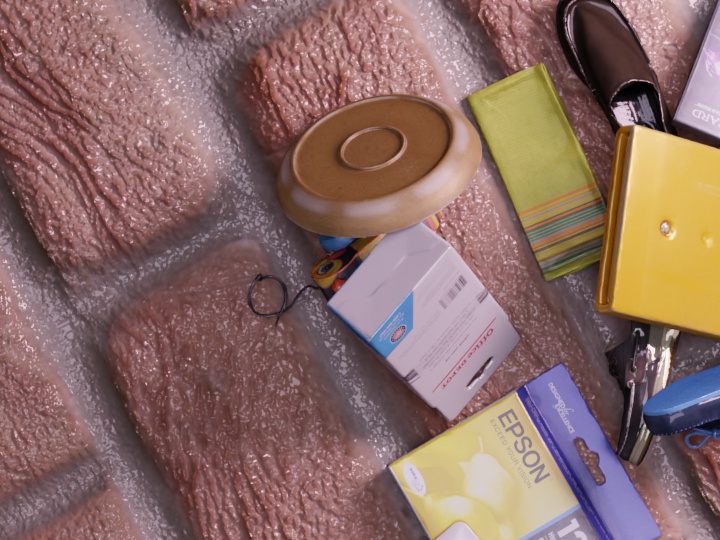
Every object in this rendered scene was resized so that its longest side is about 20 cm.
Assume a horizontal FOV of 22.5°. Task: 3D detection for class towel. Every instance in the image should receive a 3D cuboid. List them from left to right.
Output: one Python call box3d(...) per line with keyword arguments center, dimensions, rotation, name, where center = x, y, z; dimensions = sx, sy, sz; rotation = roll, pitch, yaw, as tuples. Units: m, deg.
box3d(center=(0.181, -0.095, 1.766), dimensions=(0.086, 0.018, 0.201), rotation=(-24, 87, -1), name="towel")

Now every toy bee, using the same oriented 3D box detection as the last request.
box3d(center=(0.000, 0.000, 1.718), dimensions=(0.131, 0.109, 0.200), rotation=(34, 98, -21), name="toy bee")

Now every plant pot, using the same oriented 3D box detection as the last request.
box3d(center=(0.014, -0.106, 1.695), dimensions=(0.199, 0.201, 0.028), rotation=(-16, 130, 1), name="plant pot")

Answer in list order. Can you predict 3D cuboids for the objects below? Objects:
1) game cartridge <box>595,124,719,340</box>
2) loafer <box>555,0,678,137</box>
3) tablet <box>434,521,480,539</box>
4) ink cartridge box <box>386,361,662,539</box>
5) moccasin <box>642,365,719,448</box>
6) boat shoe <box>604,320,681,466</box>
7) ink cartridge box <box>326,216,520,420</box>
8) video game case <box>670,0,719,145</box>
box3d(center=(0.316, -0.029, 1.705), dimensions=(0.199, 0.032, 0.178), rotation=(14, 80, -30), name="game cartridge")
box3d(center=(0.255, -0.186, 1.740), dimensions=(0.073, 0.071, 0.201), rotation=(-29, 88, 0), name="loafer")
box3d(center=(0.062, 0.349, 1.713), dimensions=(0.200, 0.014, 0.130), rotation=(-41, 89, -1), name="tablet")
box3d(center=(0.159, 0.222, 1.742), dimensions=(0.199, 0.047, 0.198), rotation=(-31, 87, 2), name="ink cartridge box")
box3d(center=(0.348, 0.127, 1.688), dimensions=(0.199, 0.080, 0.069), rotation=(-16, 101, -31), name="moccasin")
box3d(center=(0.266, 0.083, 1.735), dimensions=(0.066, 0.072, 0.202), rotation=(14, 83, 7), name="boat shoe")
box3d(center=(0.063, 0.048, 1.702), dimensions=(0.116, 0.200, 0.067), rotation=(-49, 54, -5), name="ink cartridge box")
box3d(center=(0.397, -0.201, 1.741), dimensions=(0.142, 0.019, 0.201), rotation=(23, 75, 2), name="video game case")
